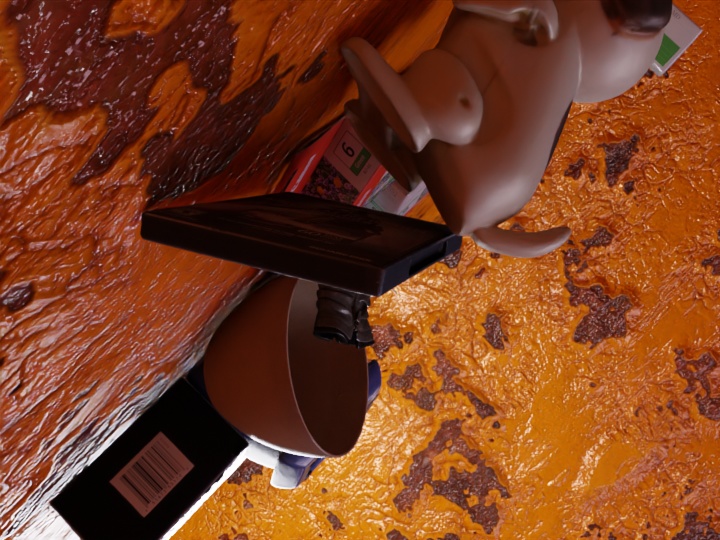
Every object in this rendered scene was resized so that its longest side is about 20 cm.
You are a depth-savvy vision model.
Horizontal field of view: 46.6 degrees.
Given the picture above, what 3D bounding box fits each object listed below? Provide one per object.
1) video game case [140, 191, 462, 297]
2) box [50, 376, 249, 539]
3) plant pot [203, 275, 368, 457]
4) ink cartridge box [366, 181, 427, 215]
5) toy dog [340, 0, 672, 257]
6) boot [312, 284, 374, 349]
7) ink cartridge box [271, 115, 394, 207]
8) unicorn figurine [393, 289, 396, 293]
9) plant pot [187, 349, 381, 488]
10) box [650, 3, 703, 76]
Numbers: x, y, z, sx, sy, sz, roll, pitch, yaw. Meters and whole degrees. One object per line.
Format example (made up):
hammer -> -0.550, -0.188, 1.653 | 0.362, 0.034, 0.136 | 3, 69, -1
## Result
video game case -> -0.023, -0.024, 0.527 | 0.200, 0.141, 0.019 | -26, 128, -69
box -> -0.246, 0.254, 0.996 | 0.197, 0.117, 0.200 | -44, 174, -23
plant pot -> -0.090, 0.104, 0.905 | 0.133, 0.203, 0.200 | -9, -169, 22
ink cartridge box -> 0.052, -0.101, 0.988 | 0.109, 0.050, 0.200 | -45, 174, -19
toy dog -> 0.108, -0.130, 0.547 | 0.199, 0.194, 0.140 | -39, 163, -6
boot -> 0.000, 0.020, 0.919 | 0.067, 0.133, 0.199 | -6, 173, 29
ink cartridge box -> 0.002, -0.093, 0.701 | 0.200, 0.050, 0.109 | -43, 175, -41
unicorn figurine -> 0.052, 0.022, 2.072 | 0.199, 0.074, 0.137 | -21, 168, -46
plant pot -> -0.091, 0.156, 1.074 | 0.200, 0.180, 0.200 | -42, 170, -24
box -> 0.923, -0.736, 2.595 | 0.172, 0.199, 0.200 | -48, 175, 18
